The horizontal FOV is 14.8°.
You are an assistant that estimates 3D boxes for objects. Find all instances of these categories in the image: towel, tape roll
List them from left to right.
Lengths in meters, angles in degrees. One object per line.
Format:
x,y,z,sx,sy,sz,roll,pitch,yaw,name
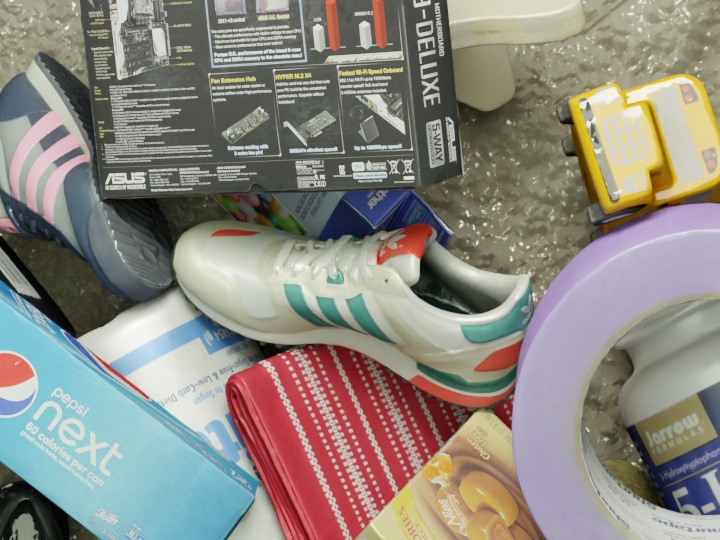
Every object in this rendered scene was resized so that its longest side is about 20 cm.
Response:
0.025,0.095,1.516,0.199,0.022,0.145,-21,85,-41,towel
0.176,0.071,1.398,0.198,0.085,0.202,1,100,5,tape roll

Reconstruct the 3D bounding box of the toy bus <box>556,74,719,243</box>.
0.152,-0.057,1.484,0.078,0.200,0.066,-17,82,3,toy bus

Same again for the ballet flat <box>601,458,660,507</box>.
0.143,0.207,1.536,0.070,0.071,0.202,8,88,4,ballet flat

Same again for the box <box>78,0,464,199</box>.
-0.051,-0.119,1.425,0.199,0.050,0.159,-2,99,31,box

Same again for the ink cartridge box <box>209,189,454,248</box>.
-0.043,-0.056,1.539,0.200,0.119,0.042,40,65,4,ink cartridge box

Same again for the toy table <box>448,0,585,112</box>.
0.020,-0.148,1.514,0.117,0.185,0.200,-31,52,-22,toy table

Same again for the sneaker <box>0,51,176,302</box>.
-0.163,-0.034,1.537,0.082,0.070,0.200,-42,41,12,sneaker

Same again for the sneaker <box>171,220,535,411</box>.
0.000,0.000,1.463,0.198,0.094,0.071,20,48,3,sneaker

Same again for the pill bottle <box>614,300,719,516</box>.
0.210,0.085,1.514,0.119,0.120,0.201,-27,85,2,pill bottle

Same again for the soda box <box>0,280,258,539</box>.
-0.149,0.078,1.425,0.200,0.064,0.068,38,92,-3,soda box

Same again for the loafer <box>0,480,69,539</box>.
-0.192,0.219,1.555,0.068,0.070,0.202,1,87,-6,loafer

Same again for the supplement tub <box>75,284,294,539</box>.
-0.087,0.119,1.527,0.131,0.132,0.201,-31,85,2,supplement tub

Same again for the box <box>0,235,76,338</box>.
-0.272,0.059,1.534,0.200,0.148,0.104,-40,85,0,box

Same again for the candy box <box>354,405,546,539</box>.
0.095,0.181,1.452,0.200,0.055,0.115,45,49,4,candy box
